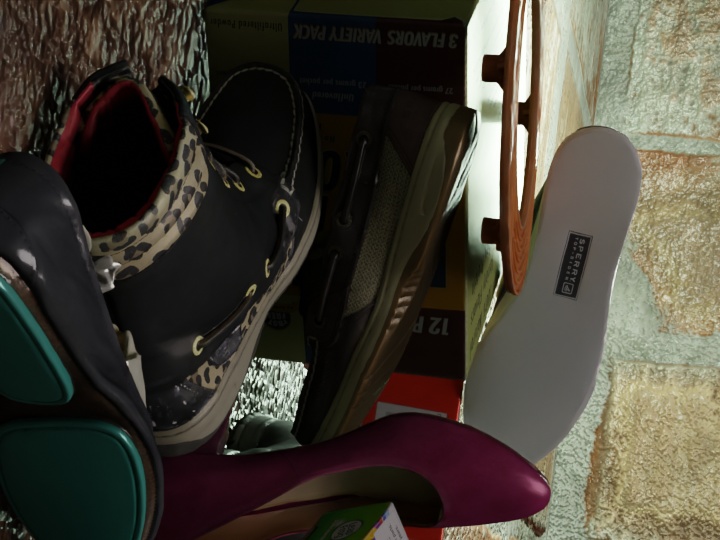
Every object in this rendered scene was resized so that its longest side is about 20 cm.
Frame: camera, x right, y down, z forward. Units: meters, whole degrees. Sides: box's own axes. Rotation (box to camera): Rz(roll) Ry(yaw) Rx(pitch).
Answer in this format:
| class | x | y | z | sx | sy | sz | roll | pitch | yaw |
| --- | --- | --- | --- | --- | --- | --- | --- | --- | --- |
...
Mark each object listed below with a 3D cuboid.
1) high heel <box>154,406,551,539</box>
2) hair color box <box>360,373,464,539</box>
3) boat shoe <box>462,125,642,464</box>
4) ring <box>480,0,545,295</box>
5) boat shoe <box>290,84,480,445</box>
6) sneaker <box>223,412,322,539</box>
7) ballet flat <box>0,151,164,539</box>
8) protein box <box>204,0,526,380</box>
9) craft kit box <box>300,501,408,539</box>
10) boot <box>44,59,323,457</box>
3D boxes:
| class | x | y | z | sx | sy | sz | roll | pitch | yaw |
| --- | --- | --- | --- | --- | --- | --- | --- | --- | --- |
| high heel | -0.013 | 0.116 | 0.800 | 0.068 | 0.197 | 0.097 | 90 | 7 | -48 |
| hair color box | 0.008 | 0.127 | 1.060 | 0.200 | 0.060 | 0.103 | 120 | -20 | -70 |
| boat shoe | 0.109 | 0.015 | 1.003 | 0.068 | 0.071 | 0.202 | -4 | 110 | -86 |
| ring | 0.077 | -0.089 | 0.882 | 0.200 | 0.019 | 0.203 | 4 | 90 | -81 |
| boat shoe | 0.000 | 0.000 | 0.856 | 0.202 | 0.064 | 0.073 | -68 | 169 | 24 |
| sneaker | -0.039 | 0.122 | 0.931 | 0.200 | 0.090 | 0.077 | -18 | 112 | -78 |
| ballet flat | -0.107 | 0.033 | 0.637 | 0.201 | 0.072 | 0.074 | 77 | 22 | -48 |
| protein box | 0.012 | -0.083 | 0.960 | 0.199 | 0.133 | 0.202 | -65 | 157 | -57 |
| craft kit box | -0.008 | 0.231 | 0.711 | 0.197 | 0.048 | 0.202 | -41 | 113 | -51 |
| boot | -0.070 | -0.043 | 0.745 | 0.154 | 0.073 | 0.205 | 80 | 23 | -55 |
